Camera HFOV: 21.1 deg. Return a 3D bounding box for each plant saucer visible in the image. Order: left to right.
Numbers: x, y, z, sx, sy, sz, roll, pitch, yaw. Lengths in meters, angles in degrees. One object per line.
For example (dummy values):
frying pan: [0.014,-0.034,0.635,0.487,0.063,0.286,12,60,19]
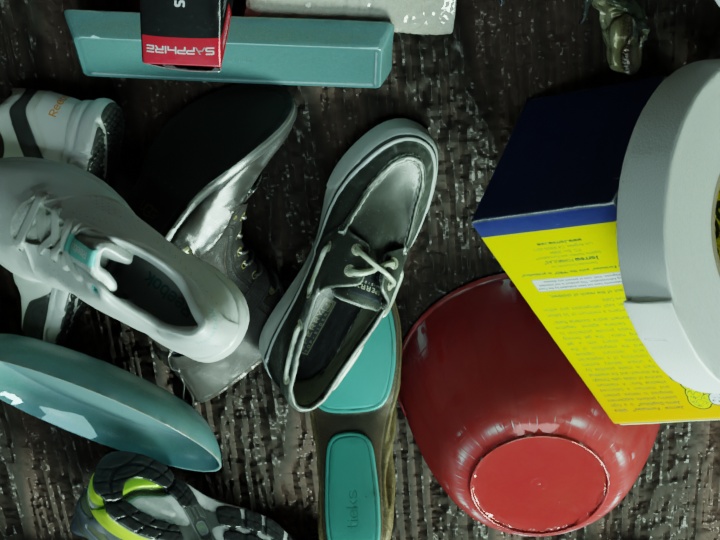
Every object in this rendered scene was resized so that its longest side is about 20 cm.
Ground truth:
plant saucer: [-0.184,0.088,1.320,0.198,0.028,0.200,20,165,6]
plant saucer: [-0.079,-0.134,1.179,0.198,0.019,0.070,2,162,0]

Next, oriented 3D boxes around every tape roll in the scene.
tape roll: [0.225,-0.026,1.155,0.037,0.204,0.203,0,138,44]

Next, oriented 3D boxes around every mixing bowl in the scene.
mixing bowl: [0.121,0.111,1.337,0.198,0.109,0.201,1,130,2]

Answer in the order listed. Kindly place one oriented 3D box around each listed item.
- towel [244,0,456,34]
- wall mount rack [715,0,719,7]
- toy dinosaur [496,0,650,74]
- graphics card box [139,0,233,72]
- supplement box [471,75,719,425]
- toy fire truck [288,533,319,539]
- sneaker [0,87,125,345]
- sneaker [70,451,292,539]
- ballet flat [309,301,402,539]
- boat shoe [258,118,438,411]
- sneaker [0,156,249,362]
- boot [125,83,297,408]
towel: [-0.004,-0.225,1.112,0.131,0.035,0.201,4,131,0]
wall mount rack: [0.302,-0.174,1.122,0.198,0.075,0.175,-8,126,10]
toy dinosaur: [0.114,-0.199,1.122,0.087,0.048,0.201,-19,127,-2]
graphics card box: [-0.094,-0.227,1.054,0.050,0.126,0.201,4,131,-1]
supplement box: [0.177,-0.008,1.215,0.109,0.109,0.200,-6,135,40]
toy fire truck: [-0.052,0.275,1.469,0.198,0.049,0.143,1,94,1]
sneaker: [-0.206,-0.036,1.262,0.079,0.074,0.201,18,125,6]
sneaker: [-0.123,0.204,1.411,0.199,0.074,0.081,36,141,-15]
ballet flat: [-0.001,0.102,1.341,0.067,0.072,0.202,-2,90,6]
boat shoe: [0.000,0.000,1.251,0.070,0.064,0.201,16,111,-26]
sneaker: [-0.160,-0.013,1.143,0.199,0.088,0.076,27,92,10]
boot: [-0.086,-0.013,1.267,0.200,0.069,0.174,-44,139,2]
